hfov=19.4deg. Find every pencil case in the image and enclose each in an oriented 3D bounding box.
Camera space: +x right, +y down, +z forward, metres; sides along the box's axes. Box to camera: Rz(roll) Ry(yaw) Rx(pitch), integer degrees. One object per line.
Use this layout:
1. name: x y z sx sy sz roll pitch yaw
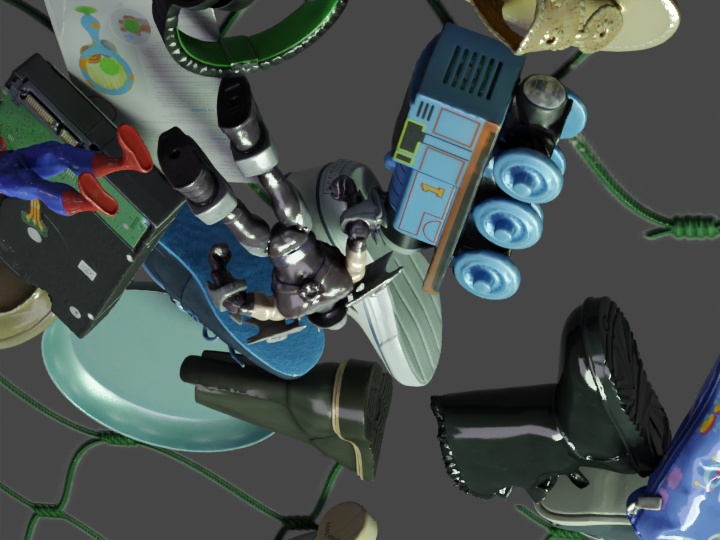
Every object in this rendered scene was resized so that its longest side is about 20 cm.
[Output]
1. pencil case: 0.256 0.121 1.478 0.086 0.078 0.201 9 125 -29

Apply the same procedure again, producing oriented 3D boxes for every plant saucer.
1. plant saucer: -0.145 0.070 1.616 0.198 0.028 0.201 7 140 6

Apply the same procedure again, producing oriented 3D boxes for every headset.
1. headset: -0.060 -0.199 1.224 0.123 0.094 0.201 -12 148 -24

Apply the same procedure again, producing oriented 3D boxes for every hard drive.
1. hard drive: -0.202 -0.046 1.421 0.140 0.038 0.200 44 149 1

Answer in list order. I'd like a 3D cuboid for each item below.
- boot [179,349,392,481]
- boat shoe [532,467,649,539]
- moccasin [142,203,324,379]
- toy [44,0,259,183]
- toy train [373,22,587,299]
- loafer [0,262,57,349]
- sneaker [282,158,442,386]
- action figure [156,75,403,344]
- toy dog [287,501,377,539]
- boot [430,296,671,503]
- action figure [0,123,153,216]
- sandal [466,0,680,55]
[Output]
1. boot: -0.051 0.098 1.563 0.137 0.078 0.200 8 159 8
2. boat shoe: 0.229 0.182 1.603 0.198 0.076 0.062 -3 159 31
3. moccasin: -0.103 -0.005 1.468 0.200 0.080 0.068 49 155 0
4. toy: -0.131 -0.145 1.336 0.114 0.047 0.201 5 138 20
5. toy train: 0.071 -0.064 1.354 0.113 0.087 0.201 22 143 3
6. loafer: -0.301 0.014 1.551 0.198 0.077 0.068 -9 143 24
7. sneaker: 0.000 0.000 1.468 0.070 0.073 0.201 3 134 32
8. action figure: -0.051 -0.027 1.349 0.130 0.070 0.200 -33 131 1
9. toy dog: -0.054 0.269 1.773 0.132 0.097 0.199 36 136 -25
10. boot: 0.130 0.099 1.539 0.161 0.074 0.199 -6 142 21
11. action figure: -0.226 -0.081 1.316 0.199 0.065 0.099 -2 132 48
12. sandal: 0.088 -0.158 1.242 0.210 0.070 0.078 24 140 -13
